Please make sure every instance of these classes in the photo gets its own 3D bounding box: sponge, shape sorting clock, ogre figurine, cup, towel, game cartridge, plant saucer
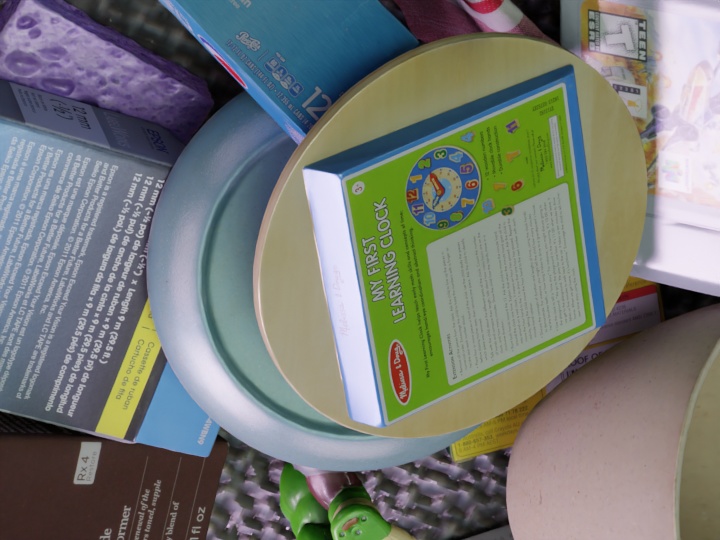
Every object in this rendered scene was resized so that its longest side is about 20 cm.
[{"bbox_3d":[-0.170,-0.031,1.471,0.111,0.030,0.200,27,105,-25],"label":"sponge"},{"bbox_3d":[0.042,-0.015,1.359,0.200,0.039,0.200,-15,122,-26],"label":"shape sorting clock"},{"bbox_3d":[-0.005,0.083,1.516,0.098,0.120,0.200,-13,118,-10],"label":"ogre figurine"},{"bbox_3d":[0.158,0.111,1.483,0.200,0.143,0.201,2,87,-48],"label":"cup"},{"bbox_3d":[-0.001,-0.161,1.389,0.200,0.144,0.023,40,85,-26],"label":"towel"},{"bbox_3d":[0.157,-0.080,1.379,0.042,0.133,0.200,-36,133,-46],"label":"game cartridge"},{"bbox_3d":[0.000,0.000,1.409,0.200,0.027,0.200,-2,100,-9],"label":"plant saucer"}]

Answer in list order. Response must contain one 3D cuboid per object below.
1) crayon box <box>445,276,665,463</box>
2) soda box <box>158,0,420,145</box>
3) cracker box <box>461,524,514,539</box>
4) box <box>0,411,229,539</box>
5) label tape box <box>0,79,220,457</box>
[{"bbox_3d":[0.086,-0.012,1.533,0.127,0.051,0.200,-14,118,-8],"label":"crayon box"},{"bbox_3d":[-0.062,-0.142,1.363,0.068,0.064,0.200,-43,80,-3],"label":"soda box"},{"bbox_3d":[0.084,0.197,1.582,0.200,0.134,0.058,-18,122,-5],"label":"cracker box"},{"bbox_3d":[-0.171,0.115,1.475,0.200,0.075,0.100,4,106,-36],"label":"box"},{"bbox_3d":[-0.145,-0.005,1.438,0.200,0.066,0.143,15,109,-23],"label":"label tape box"}]
